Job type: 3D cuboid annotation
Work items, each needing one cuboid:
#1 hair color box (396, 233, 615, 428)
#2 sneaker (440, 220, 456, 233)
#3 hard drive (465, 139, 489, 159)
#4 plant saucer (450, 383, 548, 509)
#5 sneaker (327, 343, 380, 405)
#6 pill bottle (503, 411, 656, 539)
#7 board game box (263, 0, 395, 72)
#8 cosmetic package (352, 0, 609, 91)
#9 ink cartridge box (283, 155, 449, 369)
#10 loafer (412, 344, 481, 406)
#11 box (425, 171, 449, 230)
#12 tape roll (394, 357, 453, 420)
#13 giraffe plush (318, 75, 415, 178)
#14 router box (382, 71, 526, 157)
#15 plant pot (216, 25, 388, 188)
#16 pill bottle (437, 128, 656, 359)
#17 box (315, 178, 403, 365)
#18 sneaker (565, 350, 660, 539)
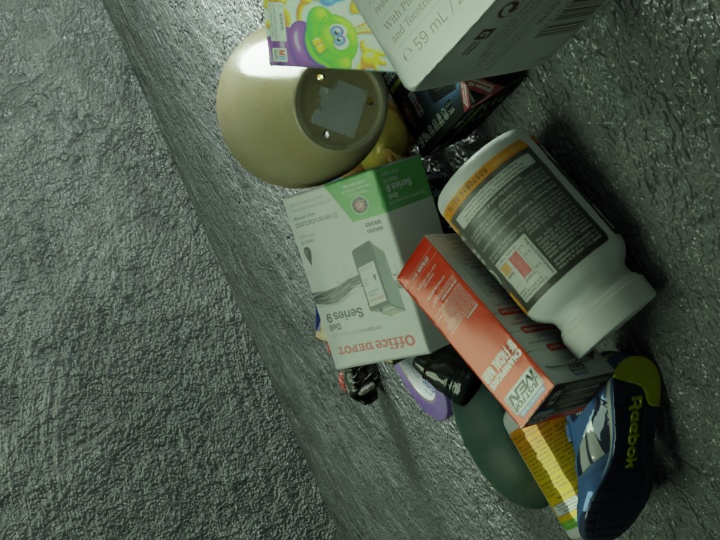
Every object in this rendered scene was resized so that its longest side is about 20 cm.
[{"bbox_3d":[0.139,0.052,1.045,0.200,0.110,0.064,50,123,29],"label":"hair color box"},{"bbox_3d":[0.137,0.002,1.157,0.199,0.077,0.141,26,132,47],"label":"sneaker"},{"bbox_3d":[0.178,-0.034,1.155,0.132,0.026,0.201,35,147,61],"label":"hard drive"},{"bbox_3d":[0.187,0.179,1.270,0.039,0.200,0.202,-35,80,33],"label":"plant saucer"},{"bbox_3d":[-0.008,0.181,2.036,0.098,0.070,0.201,48,161,44],"label":"sneaker"},{"bbox_3d":[0.226,0.180,1.180,0.201,0.110,0.111,60,164,12],"label":"pill bottle"},{"bbox_3d":[0.024,-0.240,0.956,0.198,0.105,0.104,7,118,23],"label":"board game box"},{"bbox_3d":[0.081,-0.260,0.743,0.167,0.166,0.201,-43,72,46],"label":"cosmetic package"},{"bbox_3d":[0.019,-0.005,1.158,0.145,0.084,0.202,-14,95,43],"label":"ink cartridge box"},{"bbox_3d":[0.127,0.080,1.229,0.072,0.200,0.073,27,116,17],"label":"loafer"},{"bbox_3d":[0.041,-0.015,1.335,0.132,0.114,0.202,19,119,62],"label":"box"},{"bbox_3d":[0.100,0.119,1.588,0.201,0.065,0.201,55,163,25],"label":"tape roll"},{"bbox_3d":[-0.005,-0.188,1.333,0.199,0.173,0.163,-18,112,41],"label":"giraffe plush"},{"bbox_3d":[0.079,-0.219,1.106,0.151,0.062,0.200,64,165,5],"label":"router box"},{"bbox_3d":[-0.044,-0.173,1.120,0.189,0.186,0.200,67,169,-14],"label":"plant pot"},{"bbox_3d":[0.173,-0.024,0.999,0.200,0.116,0.117,51,162,13],"label":"pill bottle"},{"bbox_3d":[0.000,0.000,1.254,0.120,0.032,0.202,16,114,35],"label":"box"},{"bbox_3d":[0.249,0.175,1.086,0.082,0.073,0.202,26,111,62],"label":"sneaker"}]
